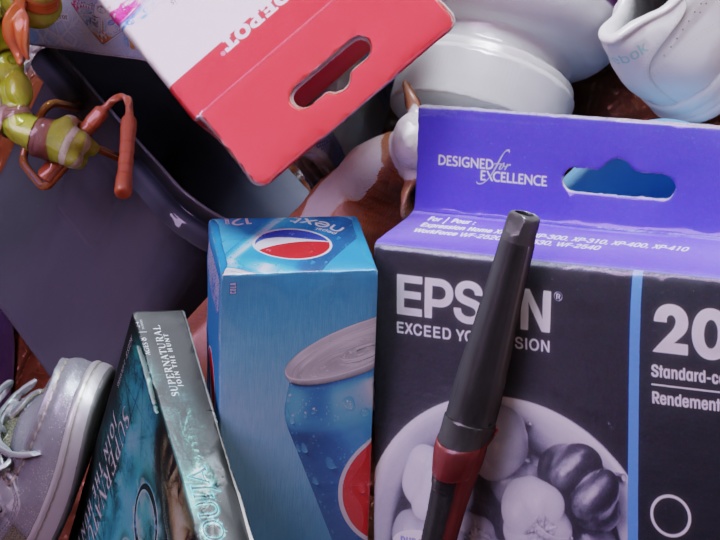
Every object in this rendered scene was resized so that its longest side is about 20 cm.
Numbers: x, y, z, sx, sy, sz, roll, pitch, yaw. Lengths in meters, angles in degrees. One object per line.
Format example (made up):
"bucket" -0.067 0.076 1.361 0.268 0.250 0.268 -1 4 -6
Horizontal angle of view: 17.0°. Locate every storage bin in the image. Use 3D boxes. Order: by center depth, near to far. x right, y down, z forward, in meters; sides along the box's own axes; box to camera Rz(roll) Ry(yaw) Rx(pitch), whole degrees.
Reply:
"storage bin" -0.118 -0.013 1.212 0.134 0.145 0.200 -58 45 14

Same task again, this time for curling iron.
"curling iron" 0.051 0.073 0.981 0.049 0.026 0.200 9 100 10

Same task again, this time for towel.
"towel" 0.007 -0.132 1.152 0.024 0.147 0.200 15 84 8

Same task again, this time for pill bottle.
"pill bottle" 0.080 -0.157 1.129 0.112 0.112 0.200 4 71 41

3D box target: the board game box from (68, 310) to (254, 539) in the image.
"board game box" -0.093 0.134 1.058 0.200 0.028 0.135 109 150 -43

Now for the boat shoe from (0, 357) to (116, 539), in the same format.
"boat shoe" -0.174 0.106 1.153 0.202 0.065 0.075 -53 15 46

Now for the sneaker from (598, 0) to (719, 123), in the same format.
"sneaker" 0.160 -0.172 1.087 0.075 0.088 0.200 6 72 43

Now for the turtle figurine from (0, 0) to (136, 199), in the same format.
"turtle figurine" -0.184 -0.092 1.146 0.161 0.064 0.200 -40 67 38

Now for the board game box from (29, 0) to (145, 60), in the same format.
"board game box" -0.101 -0.166 1.244 0.199 0.200 0.043 12 121 41

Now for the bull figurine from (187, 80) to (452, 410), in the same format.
"bull figurine" 0.000 0.000 1.108 0.200 0.121 0.065 -39 50 18

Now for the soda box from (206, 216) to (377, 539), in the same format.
"soda box" -0.032 0.080 1.049 0.064 0.068 0.200 -110 20 -65

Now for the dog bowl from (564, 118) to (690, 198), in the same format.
"dog bowl" 0.103 0.015 1.066 0.200 0.050 0.112 -45 48 14

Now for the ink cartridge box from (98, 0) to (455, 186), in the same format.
"ink cartridge box" -0.052 -0.134 1.056 0.116 0.067 0.200 -40 71 3

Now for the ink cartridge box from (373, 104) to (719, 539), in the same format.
"ink cartridge box" 0.097 0.038 0.984 0.198 0.043 0.200 5 101 31

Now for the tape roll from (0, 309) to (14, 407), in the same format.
"tape roll" -0.281 0.029 1.272 0.085 0.200 0.200 -18 58 33
